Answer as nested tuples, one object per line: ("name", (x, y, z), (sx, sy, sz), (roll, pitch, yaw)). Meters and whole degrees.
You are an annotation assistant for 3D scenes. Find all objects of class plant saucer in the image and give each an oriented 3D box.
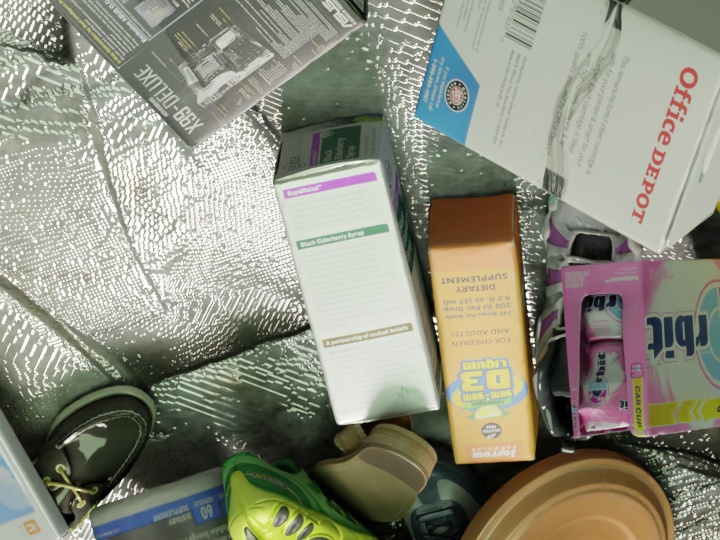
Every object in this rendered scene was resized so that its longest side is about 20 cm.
("plant saucer", (0.160, 0.234, 1.621), (0.199, 0.032, 0.202), (-13, 119, -24))

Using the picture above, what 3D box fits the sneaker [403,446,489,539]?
("sneaker", (0.079, 0.229, 1.640), (0.070, 0.082, 0.201), (-18, 122, 14))

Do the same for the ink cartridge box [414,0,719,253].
("ink cartridge box", (0.149, -0.126, 1.346), (0.199, 0.084, 0.146), (31, 126, 23))

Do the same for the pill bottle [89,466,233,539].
("pill bottle", (-0.125, 0.261, 1.591), (0.113, 0.114, 0.202), (-19, 86, 13))

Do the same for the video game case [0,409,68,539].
("video game case", (-0.343, 0.144, 1.586), (0.181, 0.022, 0.201), (-22, 105, 21))

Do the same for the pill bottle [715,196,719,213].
("pill bottle", (0.295, -0.064, 1.424), (0.112, 0.112, 0.200), (-32, 118, 20))

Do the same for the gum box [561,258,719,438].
("gum box", (0.214, 0.051, 1.434), (0.066, 0.199, 0.115), (-5, 88, 39))

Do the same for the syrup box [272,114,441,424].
("syrup box", (0.000, 0.000, 1.479), (0.081, 0.079, 0.202), (-10, 117, 7))

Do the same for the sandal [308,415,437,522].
("sandal", (0.022, 0.132, 1.568), (0.077, 0.070, 0.212), (31, 159, -5))

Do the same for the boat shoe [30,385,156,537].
("boat shoe", (-0.230, 0.167, 1.615), (0.072, 0.061, 0.201), (38, 116, -21))

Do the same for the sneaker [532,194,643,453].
("sneaker", (0.161, 0.038, 1.474), (0.077, 0.140, 0.202), (3, 124, 4))

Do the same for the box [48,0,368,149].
("box", (-0.115, -0.198, 1.377), (0.157, 0.050, 0.200), (-34, 117, 21))

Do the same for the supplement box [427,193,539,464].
("supplement box", (0.091, 0.045, 1.528), (0.066, 0.069, 0.201), (-5, 126, 7))

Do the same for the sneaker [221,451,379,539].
("sneaker", (-0.043, 0.186, 1.602), (0.074, 0.084, 0.200), (-28, 149, 11))
